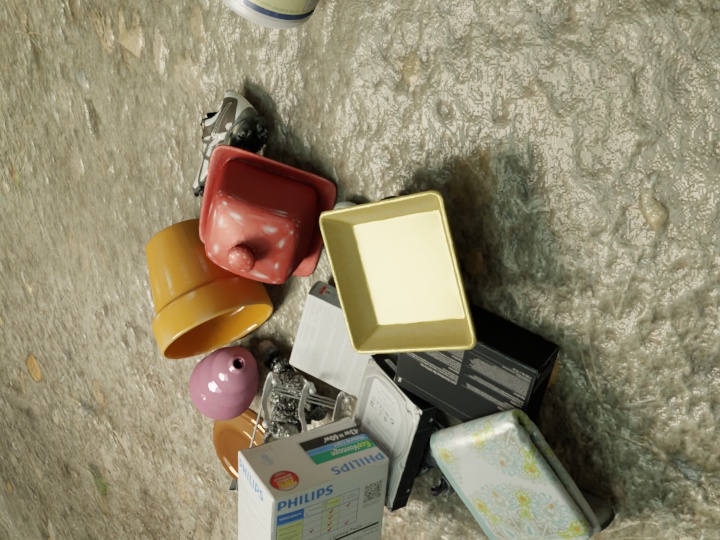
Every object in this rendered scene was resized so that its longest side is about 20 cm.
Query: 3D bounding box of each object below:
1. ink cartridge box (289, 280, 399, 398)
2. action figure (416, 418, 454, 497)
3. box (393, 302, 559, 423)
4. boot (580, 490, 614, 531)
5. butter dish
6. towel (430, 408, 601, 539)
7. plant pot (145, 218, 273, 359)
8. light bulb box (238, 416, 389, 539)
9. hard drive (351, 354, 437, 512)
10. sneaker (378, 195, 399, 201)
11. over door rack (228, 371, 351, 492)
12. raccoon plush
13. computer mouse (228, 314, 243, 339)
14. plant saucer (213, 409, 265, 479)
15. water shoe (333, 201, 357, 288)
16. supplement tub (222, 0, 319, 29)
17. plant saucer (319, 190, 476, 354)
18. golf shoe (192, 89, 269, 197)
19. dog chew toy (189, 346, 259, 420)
[{"bbox_3d":[-0.006,0.124,1.261,0.198,0.050,0.163,24,128,7],"label":"ink cartridge box"},{"bbox_3d":[0.094,0.299,1.242,0.199,0.069,0.131,-31,87,43],"label":"action figure"},{"bbox_3d":[0.154,0.130,1.086,0.199,0.079,0.143,27,125,26],"label":"box"},{"bbox_3d":[0.248,0.285,1.100,0.198,0.068,0.132,4,117,41],"label":"boot"},{"bbox_3d":[-0.157,-0.055,1.173,0.198,0.148,0.201,19,129,-1],"label":"butter dish"},{"bbox_3d":[0.202,0.282,1.052,0.171,0.048,0.201,-31,96,46],"label":"towel"},{"bbox_3d":[-0.272,0.022,1.330,0.200,0.199,0.185,-42,69,45],"label":"plant pot"},{"bbox_3d":[-0.074,0.356,1.185,0.125,0.196,0.202,37,129,49],"label":"light bulb box"},{"bbox_3d":[0.040,0.245,1.201,0.140,0.037,0.202,44,132,42],"label":"hard drive"},{"bbox_3d":[0.050,-0.015,1.105,0.091,0.077,0.202,26,119,32],"label":"sneaker"},{"bbox_3d":[-0.106,0.278,1.261,0.066,0.146,0.202,17,88,66],"label":"over door rack"},{"bbox_3d":[-0.151,0.235,1.361,0.200,0.134,0.097,42,161,35],"label":"raccoon plush"},{"bbox_3d":[-0.271,0.119,1.479,0.199,0.034,0.059,-26,96,46],"label":"computer mouse"},{"bbox_3d":[-0.228,0.365,1.578,0.199,0.037,0.202,20,125,31],"label":"plant saucer"},{"bbox_3d":[0.000,0.000,1.145,0.071,0.079,0.202,-11,106,43],"label":"water shoe"},{"bbox_3d":[-0.087,-0.410,0.943,0.145,0.145,0.200,47,135,9],"label":"supplement tub"},{"bbox_3d":[0.055,0.004,1.025,0.198,0.048,0.202,-7,101,39],"label":"plant saucer"},{"bbox_3d":[-0.215,-0.196,1.236,0.200,0.077,0.095,-44,72,39],"label":"golf shoe"},{"bbox_3d":[-0.236,0.194,1.408,0.125,0.124,0.200,51,151,5],"label":"dog chew toy"}]
